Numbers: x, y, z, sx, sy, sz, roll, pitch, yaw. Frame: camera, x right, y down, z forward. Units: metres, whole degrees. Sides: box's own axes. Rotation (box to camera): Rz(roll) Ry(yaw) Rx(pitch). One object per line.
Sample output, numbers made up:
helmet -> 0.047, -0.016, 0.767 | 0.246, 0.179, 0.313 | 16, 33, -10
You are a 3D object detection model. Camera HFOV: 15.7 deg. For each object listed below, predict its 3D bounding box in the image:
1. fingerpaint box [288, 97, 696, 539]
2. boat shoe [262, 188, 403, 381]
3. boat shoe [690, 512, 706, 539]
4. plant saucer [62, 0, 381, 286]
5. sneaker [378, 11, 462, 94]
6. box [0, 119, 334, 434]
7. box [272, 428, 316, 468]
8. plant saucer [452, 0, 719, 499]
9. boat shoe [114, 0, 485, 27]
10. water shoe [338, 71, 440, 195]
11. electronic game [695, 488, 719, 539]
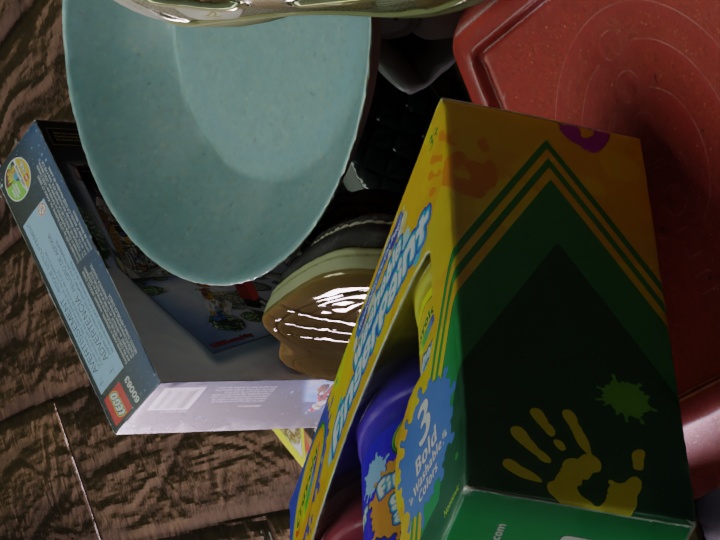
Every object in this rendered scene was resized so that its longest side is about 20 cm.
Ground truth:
fingerpaint box -> 0.031, 0.077, 0.831 | 0.167, 0.073, 0.201 | -91, 16, -46
boat shoe -> 0.000, 0.000, 0.993 | 0.200, 0.073, 0.065 | 123, 155, -77
boat shoe -> 0.082, 0.097, 0.946 | 0.201, 0.066, 0.074 | 62, 155, 9
plant saucer -> -0.045, -0.096, 0.989 | 0.200, 0.039, 0.203 | 8, 101, 51
sneaker -> 0.024, -0.142, 1.002 | 0.100, 0.078, 0.200 | 55, 165, 23
box -> -0.047, 0.003, 1.132 | 0.038, 0.199, 0.137 | -48, 57, 33
box -> 0.023, 0.088, 1.199 | 0.200, 0.075, 0.050 | -131, 31, -51
plant saucer -> 0.106, -0.036, 0.844 | 0.200, 0.037, 0.201 | -35, 74, 57
boat shoe -> -0.014, -0.120, 0.871 | 0.200, 0.063, 0.074 | -3, 90, 38
water shoe -> -0.015, -0.095, 1.136 | 0.079, 0.071, 0.201 | 119, 132, -71
electronic game -> 0.091, 0.026, 0.996 | 0.200, 0.041, 0.201 | 45, 148, 37
